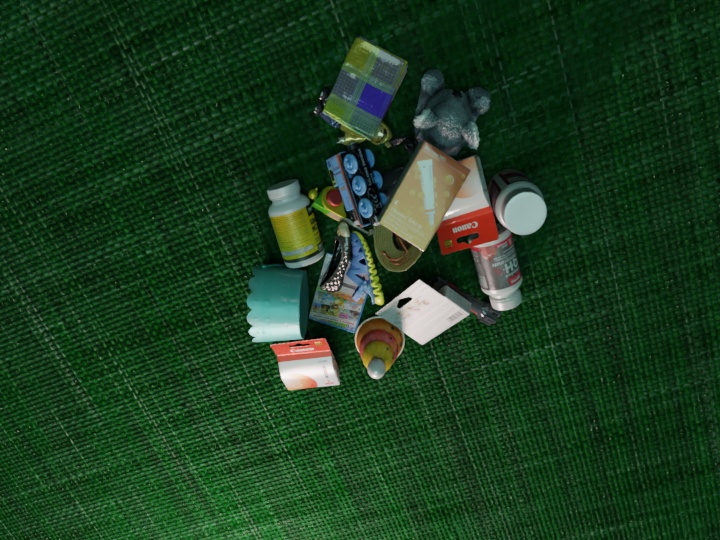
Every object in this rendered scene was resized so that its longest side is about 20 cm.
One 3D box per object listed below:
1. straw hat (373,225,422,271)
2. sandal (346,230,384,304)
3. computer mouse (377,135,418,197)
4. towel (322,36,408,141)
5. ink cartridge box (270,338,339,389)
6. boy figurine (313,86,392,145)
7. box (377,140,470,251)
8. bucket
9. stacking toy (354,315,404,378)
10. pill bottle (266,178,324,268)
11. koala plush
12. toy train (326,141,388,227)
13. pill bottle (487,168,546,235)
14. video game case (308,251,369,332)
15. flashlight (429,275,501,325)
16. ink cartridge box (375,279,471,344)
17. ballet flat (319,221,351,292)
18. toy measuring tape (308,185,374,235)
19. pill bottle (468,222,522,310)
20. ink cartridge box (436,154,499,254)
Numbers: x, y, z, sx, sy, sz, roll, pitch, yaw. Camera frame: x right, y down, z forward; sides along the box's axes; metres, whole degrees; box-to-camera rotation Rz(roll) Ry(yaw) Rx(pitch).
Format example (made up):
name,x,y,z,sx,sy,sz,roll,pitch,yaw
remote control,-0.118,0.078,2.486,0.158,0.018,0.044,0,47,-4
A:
name,x,y,z,sx,sy,sz,roll,pitch,yaw
straw hat,0.124,-0.095,1.347,0.084,0.202,0.204,9,120,-44
sandal,0.000,0.000,1.382,0.085,0.079,0.206,-15,92,3
computer mouse,0.074,-0.235,1.282,0.197,0.046,0.143,-17,102,40
towel,0.011,-0.423,1.227,0.141,0.023,0.204,27,87,-7
ink cartridge box,-0.149,0.263,1.472,0.157,0.051,0.202,-7,145,6
boy figurine,-0.016,-0.354,1.272,0.196,0.065,0.126,29,104,-5
box,0.138,-0.168,1.189,0.122,0.098,0.203,29,100,-6
bucket,-0.210,0.086,1.388,0.130,0.208,0.213,2,112,1
stacking toy,0.049,0.227,1.418,0.141,0.201,0.150,1,113,3
pill bottle,-0.167,-0.120,1.347,0.109,0.113,0.205,-13,111,9
koala plush,0.196,-0.331,1.190,0.173,0.201,0.188,19,112,-4
toy train,-0.005,-0.201,1.283,0.113,0.085,0.205,-14,97,51
pill bottle,0.364,-0.161,1.243,0.110,0.201,0.118,2,113,4
video game case,-0.052,0.062,1.461,0.139,0.018,0.205,17,111,-3
flashlight,0.274,0.086,1.424,0.196,0.068,0.069,27,107,-11
ink cartridge box,0.162,0.100,1.394,0.172,0.044,0.200,34,135,-16
ballet flat,-0.062,-0.030,1.373,0.055,0.067,0.205,1,119,-22
toy measuring tape,-0.043,-0.161,1.354,0.196,0.074,0.074,26,112,-20
pill bottle,0.349,-0.007,1.353,0.108,0.111,0.205,-17,110,10
ink cartridge box,0.231,-0.153,1.281,0.159,0.050,0.206,-15,88,33
